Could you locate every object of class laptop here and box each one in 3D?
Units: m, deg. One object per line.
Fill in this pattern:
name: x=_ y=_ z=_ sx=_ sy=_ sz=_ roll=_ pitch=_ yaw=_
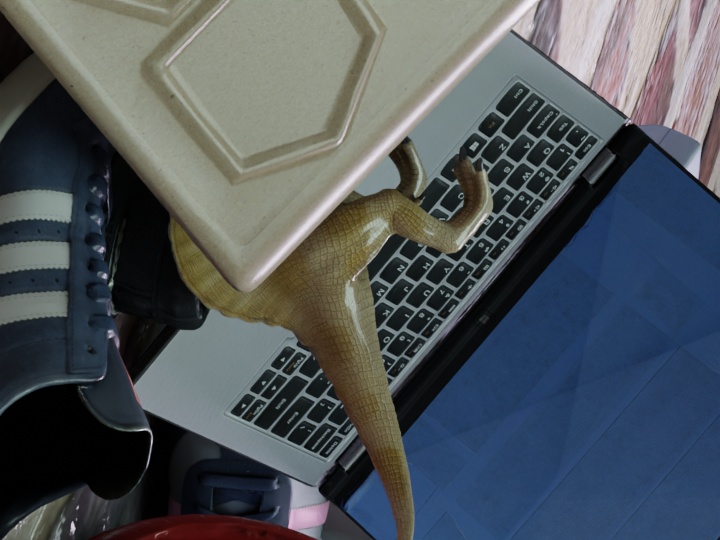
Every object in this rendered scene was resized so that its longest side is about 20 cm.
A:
laptop: x=0.055 y=0.035 z=0.981 sx=0.187 sy=0.116 sz=0.200 roll=-50 pitch=142 yaw=8

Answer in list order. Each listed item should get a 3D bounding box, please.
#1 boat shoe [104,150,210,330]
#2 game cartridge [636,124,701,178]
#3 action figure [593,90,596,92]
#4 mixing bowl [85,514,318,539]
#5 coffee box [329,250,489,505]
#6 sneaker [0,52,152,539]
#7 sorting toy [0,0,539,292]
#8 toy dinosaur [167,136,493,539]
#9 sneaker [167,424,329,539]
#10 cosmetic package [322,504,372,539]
boat shoe: x=-0.046 y=-0.062 z=0.947 sx=0.076 sy=0.060 sz=0.201 roll=86 pitch=24 yaw=-59
game cartridge: x=0.091 y=0.039 z=1.162 sx=0.200 sy=0.041 sz=0.133 roll=-59 pitch=165 yaw=-29
action figure: x=0.042 y=0.009 z=1.206 sx=0.149 sy=0.133 sz=0.201 roll=-69 pitch=-176 yaw=-71
mixing bowl: x=-0.043 y=0.144 z=0.789 sx=0.200 sy=0.199 sz=0.109 roll=-58 pitch=168 yaw=-51
coffee box: x=0.000 y=0.000 z=1.104 sx=0.080 sy=0.114 sz=0.201 roll=-59 pitch=159 yaw=-45
sneaker: x=-0.091 y=0.018 z=0.798 sx=0.075 sy=0.084 sz=0.201 roll=85 pitch=24 yaw=-57
sorting toy: x=-0.019 y=-0.114 z=0.792 sx=0.185 sy=0.036 sz=0.200 roll=-45 pitch=135 yaw=-8
toy dinosaur: x=-0.012 y=-0.012 z=0.891 sx=0.101 sy=0.201 sz=0.058 roll=-31 pitch=-173 yaw=-21
sneaker: x=-0.047 y=0.121 z=1.111 sx=0.201 sy=0.070 sz=0.082 roll=90 pitch=4 yaw=-47
cosmetic package: x=0.035 y=0.195 z=1.291 sx=0.123 sy=0.198 sz=0.201 roll=-53 pitch=155 yaw=-59
